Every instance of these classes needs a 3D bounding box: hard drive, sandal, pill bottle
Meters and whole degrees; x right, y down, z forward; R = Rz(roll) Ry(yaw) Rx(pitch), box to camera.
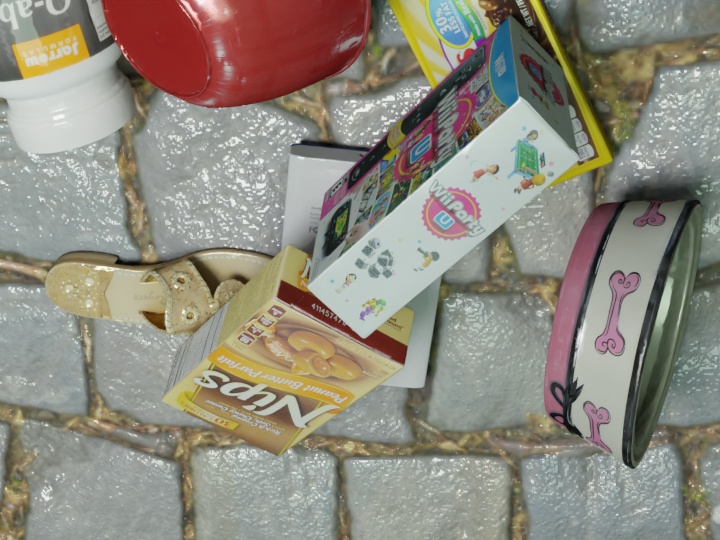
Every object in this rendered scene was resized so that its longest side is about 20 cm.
[{"bbox_3d":[0.000,0.000,1.095,0.130,0.025,0.202,5,120,-3],"label":"hard drive"},{"bbox_3d":[-0.160,0.030,1.113,0.209,0.070,0.079,3,120,5],"label":"sandal"},{"bbox_3d":[-0.233,-0.194,0.968,0.115,0.117,0.202,-8,118,12],"label":"pill bottle"}]

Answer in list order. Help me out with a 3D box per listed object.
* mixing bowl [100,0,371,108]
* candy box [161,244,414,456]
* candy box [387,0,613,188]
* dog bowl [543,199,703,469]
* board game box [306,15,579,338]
[{"bbox_3d":[-0.101,-0.185,0.906,0.199,0.108,0.201,29,145,23],"label":"mixing bowl"},{"bbox_3d":[-0.060,0.068,1.057,0.115,0.056,0.200,28,141,-18],"label":"candy box"},{"bbox_3d":[0.102,-0.148,1.004,0.101,0.027,0.201,-21,115,21],"label":"candy box"},{"bbox_3d":[0.194,0.039,1.010,0.073,0.200,0.202,14,122,19],"label":"dog bowl"},{"bbox_3d":[0.056,-0.066,0.953,0.064,0.148,0.200,41,114,-19],"label":"board game box"}]
